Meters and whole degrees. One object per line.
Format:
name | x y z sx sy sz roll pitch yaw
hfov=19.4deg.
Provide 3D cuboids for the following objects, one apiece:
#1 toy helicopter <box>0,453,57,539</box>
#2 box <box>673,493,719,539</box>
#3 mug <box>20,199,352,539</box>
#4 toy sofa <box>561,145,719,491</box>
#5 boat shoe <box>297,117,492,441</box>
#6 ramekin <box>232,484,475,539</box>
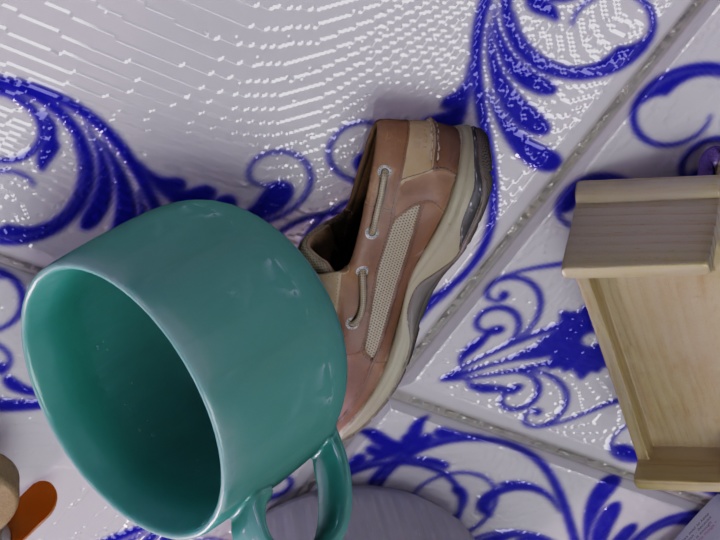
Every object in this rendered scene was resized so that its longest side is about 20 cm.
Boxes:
toy helicopter | -0.261 0.154 1.192 0.132 0.079 0.200 19 136 -37
box | 0.217 0.274 1.298 0.096 0.177 0.200 28 110 -27
mug | -0.076 0.056 1.068 0.114 0.152 0.186 -32 113 -37
toy sofa | 0.179 0.028 1.168 0.082 0.098 0.200 -2 137 23
boat shoe | 0.000 0.000 1.105 0.074 0.076 0.200 16 119 -16
ramekin | -0.004 0.221 1.271 0.199 0.105 0.201 -6 133 -7
